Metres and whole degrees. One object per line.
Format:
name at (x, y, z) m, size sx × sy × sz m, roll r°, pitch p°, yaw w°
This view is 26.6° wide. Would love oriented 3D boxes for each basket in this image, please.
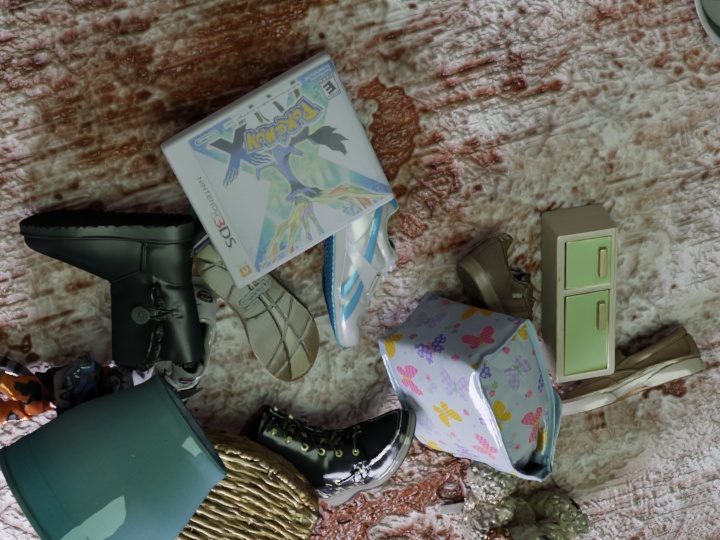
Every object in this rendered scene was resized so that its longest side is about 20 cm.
basket at (-0.149, 0.263, 1.786) m, size 0.199 × 0.149 × 0.144 m, roll 26°, pitch 94°, yaw -2°

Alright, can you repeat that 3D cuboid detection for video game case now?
video game case at (-0.084, -0.104, 1.600) m, size 0.199 × 0.022 × 0.183 m, roll -31°, pitch 118°, yaw -7°

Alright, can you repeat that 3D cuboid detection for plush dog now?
plush dog at (0.192, 0.350, 1.899) m, size 0.199 × 0.172 × 0.161 m, roll 34°, pitch 107°, yaw -28°

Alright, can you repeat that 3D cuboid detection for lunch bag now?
lunch bag at (0.135, 0.143, 1.764) m, size 0.127 × 0.169 × 0.201 m, roll -38°, pitch 123°, yaw -31°

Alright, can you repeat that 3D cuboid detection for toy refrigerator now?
toy refrigerator at (0.259, 0.030, 1.796) m, size 0.075 × 0.070 × 0.202 m, roll -8°, pitch 120°, yaw -8°

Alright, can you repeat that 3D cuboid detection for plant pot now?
plant pot at (-0.253, 0.218, 1.627) m, size 0.187 × 0.200 × 0.201 m, roll -36°, pitch 121°, yaw -5°

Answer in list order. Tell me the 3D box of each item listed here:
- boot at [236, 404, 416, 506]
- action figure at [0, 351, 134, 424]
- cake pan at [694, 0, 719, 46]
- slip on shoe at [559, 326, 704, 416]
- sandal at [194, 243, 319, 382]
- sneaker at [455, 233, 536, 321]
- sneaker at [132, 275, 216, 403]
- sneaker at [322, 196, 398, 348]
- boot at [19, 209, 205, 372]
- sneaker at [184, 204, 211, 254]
boot at (-0.042, 0.201, 1.792) m, size 0.153 × 0.074 × 0.203 m, roll 27°, pitch 138°, yaw -21°
action figure at (-0.342, 0.120, 1.695) m, size 0.191 × 0.105 × 0.201 m, roll 3°, pitch 143°, yaw -20°
cake pan at (0.451, -0.330, 1.658) m, size 0.198 × 0.037 × 0.202 m, roll -6°, pitch 119°, yaw -10°
slip on shoe at (0.322, 0.128, 1.875) m, size 0.198 × 0.076 × 0.061 m, roll -20°, pitch 82°, yaw 8°
sandal at (-0.116, 0.035, 1.729) m, size 0.080 × 0.054 × 0.201 m, roll -38°, pitch 105°, yaw 1°
sneaker at (0.181, 0.044, 1.788) m, size 0.075 × 0.070 × 0.201 m, roll -38°, pitch 131°, yaw -12°
sneaker at (-0.213, 0.112, 1.726) m, size 0.073 × 0.089 × 0.201 m, roll 11°, pitch 117°, yaw -20°
sneaker at (0.000, 0.000, 1.718) m, size 0.080 × 0.077 × 0.202 m, roll -3°, pitch 121°, yaw -12°
boot at (-0.266, 0.024, 1.630) m, size 0.198 × 0.076 × 0.170 m, roll 2°, pitch 106°, yaw 6°
sneaker at (-0.113, -0.082, 1.650) m, size 0.087 × 0.075 × 0.200 m, roll 32°, pitch 107°, yaw -31°
